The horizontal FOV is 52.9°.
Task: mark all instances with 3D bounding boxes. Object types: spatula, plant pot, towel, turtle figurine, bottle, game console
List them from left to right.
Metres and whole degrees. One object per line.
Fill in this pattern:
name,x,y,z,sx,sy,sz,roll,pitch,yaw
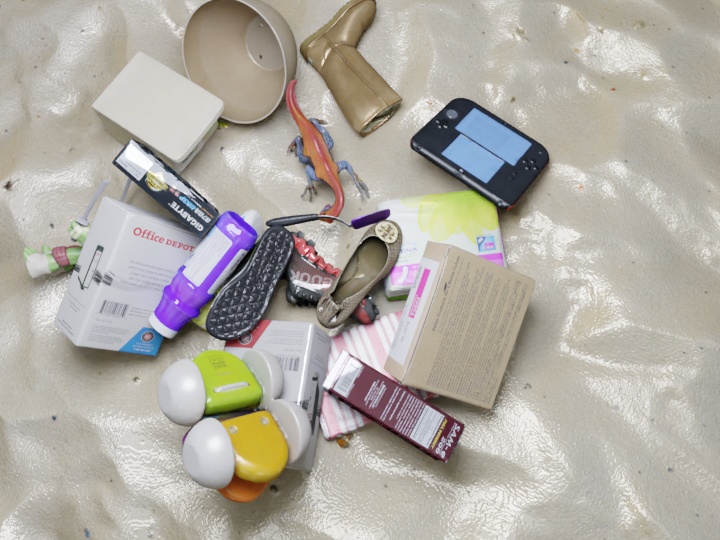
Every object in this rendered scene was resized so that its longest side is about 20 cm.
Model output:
turtle figurine,-0.431,-0.066,1.151,0.189,0.203,0.145,-16,36,1
bottle,-0.233,0.007,1.060,0.065,0.084,0.201,39,96,-6
plant pot,-0.184,-0.371,1.231,0.197,0.204,0.135,24,36,11
spatula,-0.050,-0.077,1.114,0.194,0.057,0.021,-1,77,5
towel,0.015,0.157,1.113,0.196,0.030,0.149,-20,69,-5
game console,0.199,-0.197,1.182,0.198,0.031,0.177,35,48,13

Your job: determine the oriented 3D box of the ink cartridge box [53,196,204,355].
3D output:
ink cartridge box,-0.342,0.012,1.076,0.083,0.145,0.204,27,95,38

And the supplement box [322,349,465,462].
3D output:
supplement box,0.044,0.193,1.023,0.197,0.109,0.062,32,78,5

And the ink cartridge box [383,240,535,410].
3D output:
ink cartridge box,0.143,0.079,1.042,0.162,0.075,0.204,20,91,-24

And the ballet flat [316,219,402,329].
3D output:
ballet flat,0.000,0.000,1.080,0.067,0.047,0.201,34,70,13

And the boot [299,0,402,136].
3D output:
boot,0.009,-0.360,1.270,0.174,0.066,0.201,-39,73,3

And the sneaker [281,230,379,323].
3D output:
sneaker,-0.062,0.030,1.135,0.199,0.071,0.098,38,76,16

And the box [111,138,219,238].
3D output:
box,-0.285,-0.123,1.083,0.158,0.200,0.046,42,87,-14

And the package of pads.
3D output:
package of pads,0.126,-0.045,1.153,0.195,0.068,0.158,-8,72,0

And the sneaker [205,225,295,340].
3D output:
sneaker,-0.162,0.022,1.090,0.071,0.083,0.202,39,70,-13

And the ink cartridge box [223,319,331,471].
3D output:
ink cartridge box,-0.133,0.182,1.064,0.143,0.083,0.205,2,71,21

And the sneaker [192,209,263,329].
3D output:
sneaker,-0.233,-0.015,1.144,0.103,0.076,0.204,23,85,18

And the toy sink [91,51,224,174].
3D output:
toy sink,-0.324,-0.249,1.220,0.198,0.112,0.132,31,74,17

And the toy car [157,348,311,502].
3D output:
toy car,-0.175,0.207,0.952,0.172,0.151,0.202,-6,51,-42

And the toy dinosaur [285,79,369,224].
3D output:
toy dinosaur,-0.075,-0.169,1.168,0.104,0.201,0.183,-32,40,7
